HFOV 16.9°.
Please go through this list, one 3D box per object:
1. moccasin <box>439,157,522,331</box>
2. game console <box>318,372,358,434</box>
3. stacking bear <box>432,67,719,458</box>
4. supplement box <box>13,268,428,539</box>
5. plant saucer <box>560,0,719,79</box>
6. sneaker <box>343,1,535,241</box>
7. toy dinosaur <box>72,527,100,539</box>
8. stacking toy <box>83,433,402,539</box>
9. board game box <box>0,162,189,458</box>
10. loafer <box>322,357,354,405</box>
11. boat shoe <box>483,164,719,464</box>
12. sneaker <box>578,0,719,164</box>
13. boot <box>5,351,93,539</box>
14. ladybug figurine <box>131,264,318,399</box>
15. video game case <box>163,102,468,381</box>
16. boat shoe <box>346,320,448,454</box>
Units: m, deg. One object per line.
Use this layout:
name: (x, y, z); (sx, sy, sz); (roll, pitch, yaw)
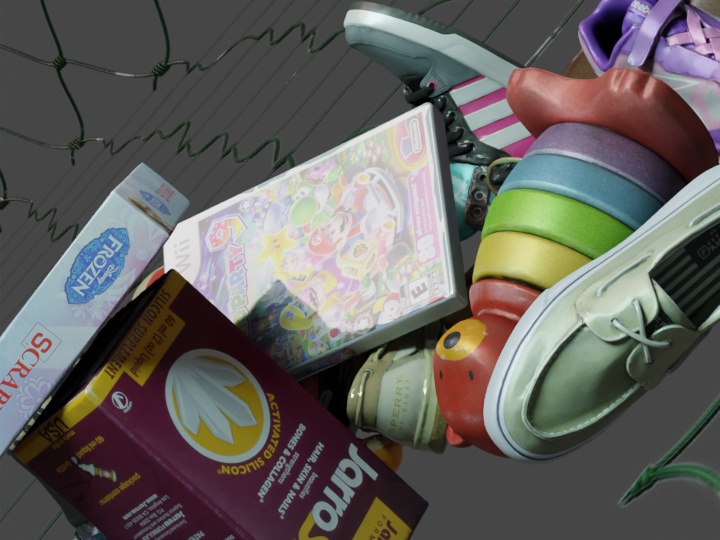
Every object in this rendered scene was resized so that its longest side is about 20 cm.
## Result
moccasin: (0.110, -0.032, 1.450); (0.202, 0.078, 0.074); (-52, 14, -22)
game console: (-0.069, 0.150, 1.628); (0.175, 0.117, 0.200); (-9, 28, 19)
stacking bear: (0.104, 0.006, 1.290); (0.121, 0.114, 0.201); (6, 62, 51)
supplement box: (-0.074, 0.114, 1.327); (0.086, 0.200, 0.111); (-37, 14, 44)
plant saucer: (0.191, -0.149, 1.648); (0.200, 0.034, 0.200); (-44, 12, 12)
sneaker: (0.060, -0.078, 1.527); (0.121, 0.199, 0.084); (-63, 6, -5)
toy dinosaur: (-0.154, 0.163, 1.597); (0.088, 0.047, 0.202); (25, -102, -67)
stacking toy: (-0.059, 0.156, 1.436); (0.199, 0.110, 0.116); (-34, 8, -8)
board game box: (-0.174, 0.037, 1.346); (0.200, 0.041, 0.200); (-52, 5, 6)
loafer: (0.000, 0.000, 1.530); (0.068, 0.070, 0.201); (-23, -39, -31)
boat shoe: (0.141, 0.018, 1.210); (0.200, 0.072, 0.062); (-46, 10, -6)
sneaker: (0.190, -0.117, 1.367); (0.080, 0.089, 0.200); (-45, 27, -17)
boot: (-0.169, 0.102, 1.787); (0.200, 0.150, 0.073); (-48, 2, 3)
ladybug figurine: (-0.079, 0.054, 1.532); (0.072, 0.135, 0.201); (-49, 31, 24)
video game case: (-0.031, -0.002, 1.433); (0.199, 0.018, 0.144); (-25, 50, 24)
boat shoe: (0.016, 0.064, 1.435); (0.201, 0.063, 0.074); (-113, 33, -79)
